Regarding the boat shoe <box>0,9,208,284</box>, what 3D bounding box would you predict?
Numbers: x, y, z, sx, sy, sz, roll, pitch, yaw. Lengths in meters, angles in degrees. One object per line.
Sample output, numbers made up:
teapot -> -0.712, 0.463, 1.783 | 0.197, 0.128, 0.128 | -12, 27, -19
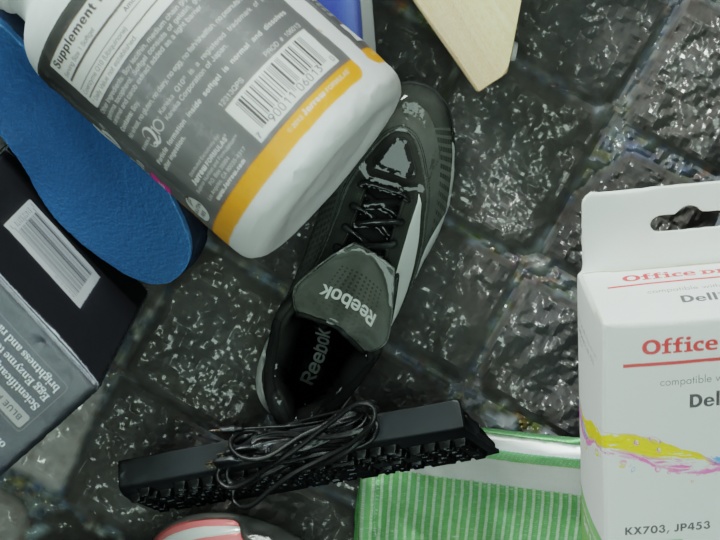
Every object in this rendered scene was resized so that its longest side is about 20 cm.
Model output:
boat shoe -> -0.144, -0.086, 1.042 | 0.084, 0.069, 0.201 | -35, 94, 29

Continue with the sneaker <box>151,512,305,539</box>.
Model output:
sneaker -> -0.109, 0.192, 1.070 | 0.199, 0.087, 0.074 | -18, 142, 20

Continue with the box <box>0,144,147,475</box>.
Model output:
box -> -0.223, 0.055, 1.011 | 0.200, 0.197, 0.118 | -41, 98, 9

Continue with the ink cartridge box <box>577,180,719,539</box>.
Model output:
ink cartridge box -> 0.169, 0.061, 0.998 | 0.116, 0.067, 0.202 | -5, 114, -2

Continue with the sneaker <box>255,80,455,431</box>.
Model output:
sneaker -> 0.000, 0.000, 1.048 | 0.066, 0.091, 0.201 | 23, 101, -4

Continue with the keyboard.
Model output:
keyboard -> -0.034, 0.108, 1.045 | 0.198, 0.104, 0.040 | -13, 64, 18

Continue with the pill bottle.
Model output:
pill bottle -> -0.087, -0.111, 0.966 | 0.200, 0.116, 0.117 | 41, 99, 5

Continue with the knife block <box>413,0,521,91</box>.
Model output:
knife block -> 0.007, -0.205, 1.023 | 0.174, 0.064, 0.202 | 10, 101, 1

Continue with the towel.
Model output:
towel -> 0.066, 0.183, 1.100 | 0.151, 0.023, 0.202 | 4, 101, 14

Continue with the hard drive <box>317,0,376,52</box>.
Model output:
hard drive -> -0.060, -0.187, 1.003 | 0.131, 0.025, 0.202 | 6, 115, 25

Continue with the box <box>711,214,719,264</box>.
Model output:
box -> 0.253, 0.072, 1.061 | 0.199, 0.041, 0.157 | 20, 116, -1
